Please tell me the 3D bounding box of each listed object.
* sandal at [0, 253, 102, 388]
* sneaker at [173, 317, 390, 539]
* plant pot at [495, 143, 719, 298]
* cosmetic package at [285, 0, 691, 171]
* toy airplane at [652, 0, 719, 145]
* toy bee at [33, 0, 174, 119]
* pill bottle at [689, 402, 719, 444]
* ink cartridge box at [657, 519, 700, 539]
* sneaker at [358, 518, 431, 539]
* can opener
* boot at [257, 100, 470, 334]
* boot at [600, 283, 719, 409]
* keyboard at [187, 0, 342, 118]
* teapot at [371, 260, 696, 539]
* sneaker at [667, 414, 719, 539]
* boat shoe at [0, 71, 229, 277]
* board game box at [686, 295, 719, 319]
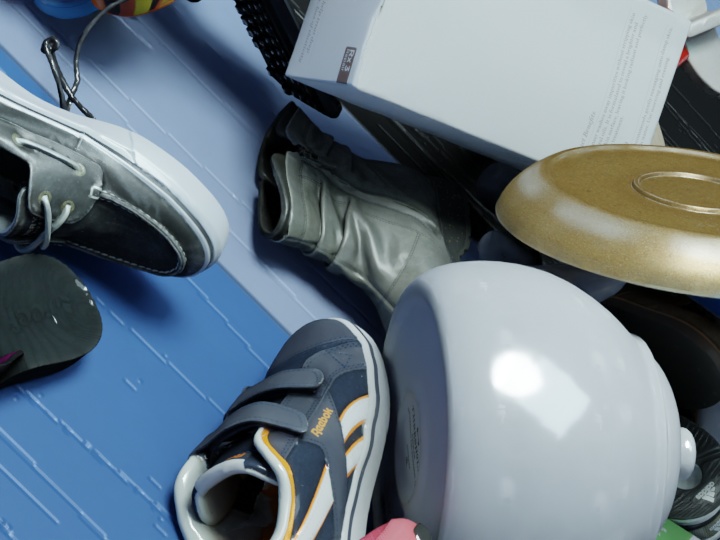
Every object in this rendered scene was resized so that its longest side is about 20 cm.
[{"bbox_3d":[-0.181,0.029,1.111,0.075,0.048,0.200,53,33,3],"label":"sandal"},{"bbox_3d":[-0.038,0.089,1.190,0.079,0.078,0.200,36,38,-29],"label":"sneaker"},{"bbox_3d":[0.170,-0.030,1.258,0.200,0.028,0.200,7,19,-2],"label":"plant pot"},{"bbox_3d":[0.072,-0.122,1.348,0.200,0.081,0.113,22,87,-30],"label":"cosmetic package"},{"bbox_3d":[0.143,-0.127,1.546,0.199,0.141,0.200,34,50,-39],"label":"toy airplane"},{"bbox_3d":[-0.128,-0.170,1.308,0.131,0.109,0.200,90,-17,-73],"label":"toy bee"},{"bbox_3d":[0.251,0.073,1.465,0.112,0.112,0.200,47,9,-4],"label":"pill bottle"},{"bbox_3d":[0.143,0.227,1.258,0.145,0.084,0.200,33,37,-23],"label":"ink cartridge box"},{"bbox_3d":[-0.052,0.155,1.076,0.200,0.074,0.087,-35,74,-31],"label":"sneaker"},{"bbox_3d":[0.083,-0.028,1.399,0.067,0.053,0.200,39,5,6],"label":"can opener"},{"bbox_3d":[0.000,0.000,1.342,0.131,0.068,0.200,23,35,-27],"label":"boot"},{"bbox_3d":[0.175,0.028,1.389,0.074,0.075,0.200,59,-10,-11],"label":"boot"},{"bbox_3d":[-0.079,-0.168,1.349,0.104,0.040,0.200,42,-18,54],"label":"keyboard"},{"bbox_3d":[0.092,0.092,1.194,0.146,0.200,0.197,4,10,-12],"label":"teapot"},{"bbox_3d":[0.131,0.099,1.397,0.200,0.076,0.115,43,-17,31],"label":"sneaker"},{"bbox_3d":[-0.161,-0.041,1.196,0.200,0.072,0.071,28,46,-12],"label":"boat shoe"},{"bbox_3d":[0.264,0.000,1.392,0.196,0.056,0.200,12,14,-26],"label":"board game box"}]
